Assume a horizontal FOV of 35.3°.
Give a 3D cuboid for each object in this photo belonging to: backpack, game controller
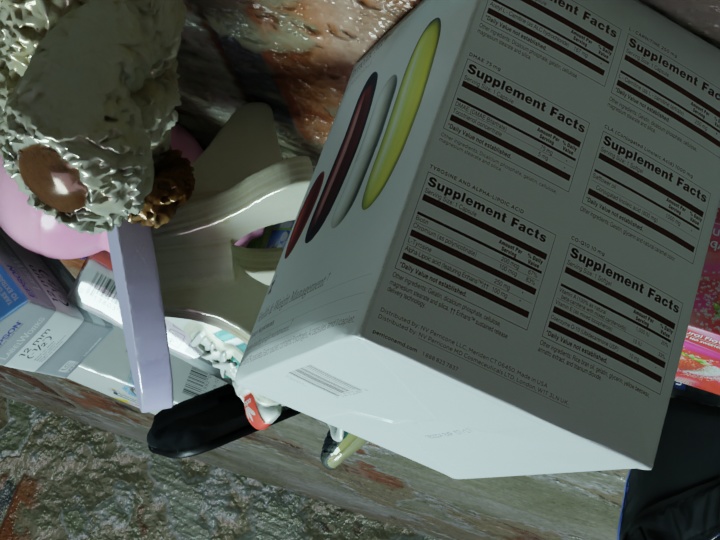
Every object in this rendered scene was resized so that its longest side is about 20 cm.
[{"bbox_3d":[0.298,0.149,0.830,0.153,0.202,0.190,22,156,-24],"label":"backpack"},{"bbox_3d":[-0.074,0.108,0.922,0.199,0.042,0.104,-20,-165,-27],"label":"game controller"}]

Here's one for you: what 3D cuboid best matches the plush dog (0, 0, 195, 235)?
[{"bbox_3d":[-0.146,-0.112,0.577,0.200,0.160,0.172,45,158,5],"label":"plush dog"}]

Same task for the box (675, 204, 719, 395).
[{"bbox_3d":[0.261,0.028,0.647,0.198,0.096,0.100,18,161,6],"label":"box"}]

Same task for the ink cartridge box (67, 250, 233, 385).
[{"bbox_3d":[-0.145,0.000,0.956,0.161,0.200,0.050,29,116,-13],"label":"ink cartridge box"}]

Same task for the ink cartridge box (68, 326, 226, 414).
[{"bbox_3d":[-0.203,0.068,1.177,0.199,0.148,0.145,25,162,-13],"label":"ink cartridge box"}]

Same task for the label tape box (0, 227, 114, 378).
[{"bbox_3d":[-0.289,-0.001,0.849,0.143,0.066,0.200,47,-179,18],"label":"label tape box"}]

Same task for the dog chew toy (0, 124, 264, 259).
[{"bbox_3d":[-0.165,-0.060,0.825,0.198,0.126,0.125,12,163,-4],"label":"dog chew toy"}]

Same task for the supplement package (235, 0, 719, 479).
[{"bbox_3d":[0.058,-0.018,0.561,0.146,0.201,0.191,25,161,-15],"label":"supplement package"}]

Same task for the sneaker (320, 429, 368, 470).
[{"bbox_3d":[0.059,0.115,0.934,0.089,0.199,0.077,56,168,-2],"label":"sneaker"}]

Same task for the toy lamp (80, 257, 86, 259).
[{"bbox_3d":[-0.205,-0.018,1.080,0.199,0.059,0.058,22,162,-4],"label":"toy lamp"}]

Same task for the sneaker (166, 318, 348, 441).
[{"bbox_3d":[-0.081,0.064,0.834,0.198,0.094,0.070,21,164,-14],"label":"sneaker"}]

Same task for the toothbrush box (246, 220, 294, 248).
[{"bbox_3d":[0.000,0.000,0.861,0.199,0.087,0.145,-1,154,47],"label":"toothbrush box"}]

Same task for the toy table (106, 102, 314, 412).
[{"bbox_3d":[-0.097,-0.019,0.709,0.116,0.202,0.184,-8,171,-14],"label":"toy table"}]
